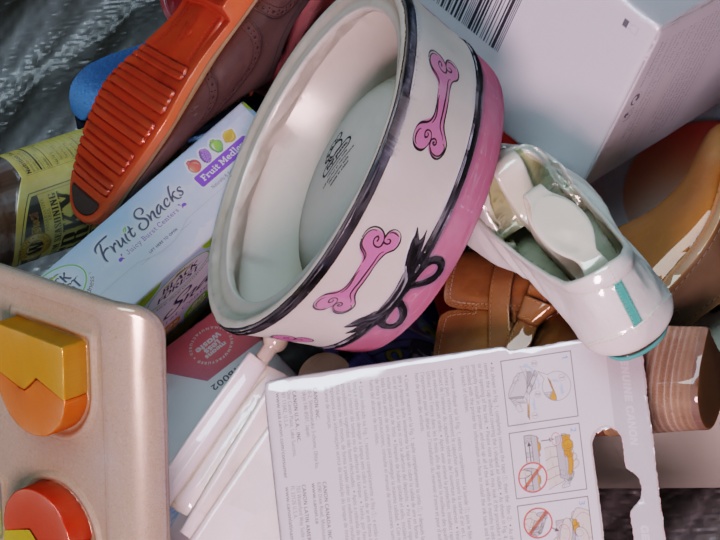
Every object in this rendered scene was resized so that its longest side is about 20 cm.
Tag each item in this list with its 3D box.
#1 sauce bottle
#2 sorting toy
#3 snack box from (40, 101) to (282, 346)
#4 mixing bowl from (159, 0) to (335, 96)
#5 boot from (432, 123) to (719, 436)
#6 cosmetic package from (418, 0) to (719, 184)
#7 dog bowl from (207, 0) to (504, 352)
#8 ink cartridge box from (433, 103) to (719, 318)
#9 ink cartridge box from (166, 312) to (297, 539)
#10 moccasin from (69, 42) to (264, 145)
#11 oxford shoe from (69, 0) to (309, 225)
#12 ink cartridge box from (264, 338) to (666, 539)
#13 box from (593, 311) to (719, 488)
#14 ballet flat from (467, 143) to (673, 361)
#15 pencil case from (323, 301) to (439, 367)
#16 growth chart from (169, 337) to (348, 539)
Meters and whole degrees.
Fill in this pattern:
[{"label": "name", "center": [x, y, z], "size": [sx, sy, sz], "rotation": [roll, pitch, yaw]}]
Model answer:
[{"label": "sauce bottle", "center": [-0.191, -0.036, 1.712], "size": [0.199, 0.065, 0.065], "rotation": [-22, 47, -28]}, {"label": "sorting toy", "center": [-0.183, 0.088, 1.555], "size": [0.199, 0.186, 0.036], "rotation": [14, 23, 37]}, {"label": "snack box", "center": [-0.126, 0.010, 1.685], "size": [0.053, 0.142, 0.200], "rotation": [42, 63, 10]}, {"label": "mixing bowl", "center": [-0.012, -0.190, 1.783], "size": [0.199, 0.109, 0.201], "rotation": [12, 34, -8]}, {"label": "boot", "center": [0.127, 0.000, 1.585], "size": [0.154, 0.077, 0.201], "rotation": [2, 60, 25]}, {"label": "cosmetic package", "center": [0.121, -0.176, 1.657], "size": [0.199, 0.123, 0.200], "rotation": [41, 43, 18]}, {"label": "dog bowl", "center": [0.000, -0.047, 1.566], "size": [0.200, 0.073, 0.201], "rotation": [-50, 27, 36]}, {"label": "ink cartridge box", "center": [0.127, -0.051, 1.698], "size": [0.199, 0.050, 0.163], "rotation": [-6, 50, -11]}, {"label": "ink cartridge box", "center": [-0.055, 0.124, 1.647], "size": [0.116, 0.068, 0.200], "rotation": [-38, 53, -12]}, {"label": "moccasin", "center": [-0.083, -0.114, 1.831], "size": [0.199, 0.069, 0.081], "rotation": [-15, 36, -16]}, {"label": "oxford shoe", "center": [-0.088, -0.103, 1.681], "size": [0.200, 0.072, 0.071], "rotation": [-55, 42, 5]}, {"label": "ink cartridge box", "center": [0.057, 0.123, 1.525], "size": [0.199, 0.050, 0.162], "rotation": [-9, 80, 12]}, {"label": "box", "center": [0.156, 0.070, 1.610], "size": [0.199, 0.082, 0.069], "rotation": [0, 55, 16]}, {"label": "ballet flat", "center": [0.094, -0.027, 1.529], "size": [0.069, 0.070, 0.200], "rotation": [-33, 37, -7]}, {"label": "pencil case", "center": [0.000, 0.000, 1.711], "size": [0.078, 0.087, 0.201], "rotation": [-35, 46, 22]}, {"label": "growth chart", "center": [-0.013, 0.139, 1.580], "size": [0.200, 0.018, 0.145], "rotation": [44, 77, 1]}]
